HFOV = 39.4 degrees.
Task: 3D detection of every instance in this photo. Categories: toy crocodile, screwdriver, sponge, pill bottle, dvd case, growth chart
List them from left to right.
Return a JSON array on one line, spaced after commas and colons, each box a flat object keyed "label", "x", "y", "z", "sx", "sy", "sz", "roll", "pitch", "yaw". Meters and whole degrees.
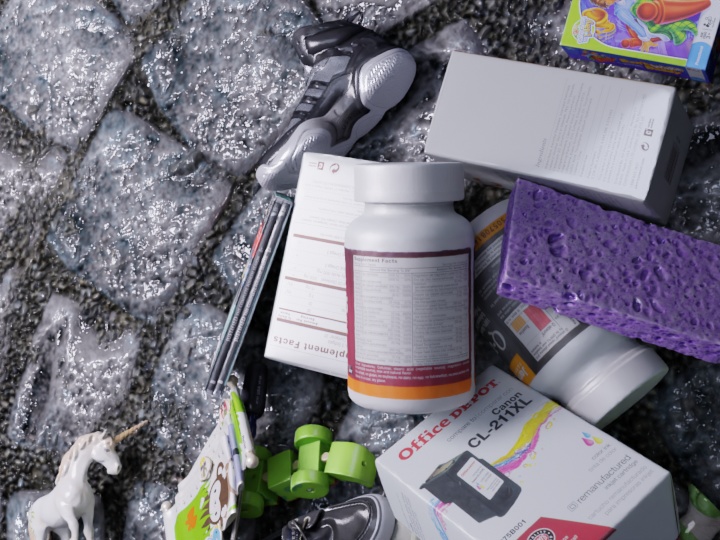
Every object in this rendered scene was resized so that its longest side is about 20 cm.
[{"label": "growth chart", "x": -0.153, "y": 0.224, "z": 1.014, "sx": 0.200, "sy": 0.018, "sz": 0.145, "roll": -60, "pitch": 31, "yaw": 20}, {"label": "screwdriver", "x": -0.113, "y": 0.185, "z": 1.015, "sx": 0.028, "sy": 0.029, "sz": 0.200, "roll": -16, "pitch": 56, "yaw": 28}, {"label": "dvd case", "x": -0.112, "y": 0.018, "z": 1.015, "sx": 0.022, "sy": 0.146, "sz": 0.200, "roll": 21, "pitch": 93, "yaw": -7}, {"label": "toy crocodile", "x": -0.077, "y": 0.210, "z": 1.021, "sx": 0.200, "sy": 0.062, "sz": 0.068, "roll": -20, "pitch": 45, "yaw": 24}, {"label": "pill bottle", "x": 0.041, "y": 0.011, "z": 0.841, "sx": 0.109, "sy": 0.110, "sz": 0.200, "roll": 2, "pitch": 98, "yaw": 25}, {"label": "pill bottle", "x": 0.168, "y": 0.040, "z": 0.888, "sx": 0.116, "sy": 0.116, "sz": 0.200, "roll": -44, "pitch": 68, "yaw": 15}, {"label": "sponge", "x": 0.215, "y": 0.000, "z": 0.839, "sx": 0.200, "sy": 0.030, "sz": 0.112, "roll": 17, "pitch": 51, "yaw": -3}]

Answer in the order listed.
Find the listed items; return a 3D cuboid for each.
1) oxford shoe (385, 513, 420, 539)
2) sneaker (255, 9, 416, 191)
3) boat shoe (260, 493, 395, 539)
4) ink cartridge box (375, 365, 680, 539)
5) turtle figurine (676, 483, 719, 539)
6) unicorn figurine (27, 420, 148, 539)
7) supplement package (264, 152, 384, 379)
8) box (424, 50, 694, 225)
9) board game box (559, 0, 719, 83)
[{"label": "oxford shoe", "x": 0.045, "y": 0.241, "z": 0.951, "sx": 0.058, "sy": 0.075, "sz": 0.200, "roll": 14, "pitch": 96, "yaw": 23}, {"label": "sneaker", "x": -0.046, "y": -0.177, "z": 1.033, "sx": 0.200, "sy": 0.075, "sz": 0.114, "roll": -42, "pitch": 67, "yaw": 6}, {"label": "boat shoe", "x": -0.053, "y": 0.265, "z": 0.970, "sx": 0.200, "sy": 0.066, "sz": 0.070, "roll": -34, "pitch": 46, "yaw": 37}, {"label": "ink cartridge box", "x": 0.130, "y": 0.184, "z": 0.820, "sx": 0.146, "sy": 0.083, "sz": 0.200, "roll": -36, "pitch": 39, "yaw": -21}, {"label": "turtle figurine", "x": 0.219, "y": 0.259, "z": 0.821, "sx": 0.194, "sy": 0.144, "sz": 0.200, "roll": -45, "pitch": 85, "yaw": 5}, {"label": "unicorn figurine", "x": -0.318, "y": 0.265, "z": 1.115, "sx": 0.200, "sy": 0.074, "sz": 0.138, "roll": -30, "pitch": 62, "yaw": 26}, {"label": "supplement package", "x": 0.000, "y": 0.000, "z": 0.970, "sx": 0.117, "sy": 0.117, "sz": 0.200, "roll": 11, "pitch": 90, "yaw": 24}, {"label": "box", "x": 0.178, "y": -0.117, "z": 0.894, "sx": 0.200, "sy": 0.124, "sz": 0.098, "roll": 16, "pitch": 90, "yaw": 25}, {"label": "board game box", "x": 0.275, "y": -0.283, "z": 0.909, "sx": 0.134, "sy": 0.045, "sz": 0.200, "roll": 16, "pitch": 92, "yaw": 26}]
